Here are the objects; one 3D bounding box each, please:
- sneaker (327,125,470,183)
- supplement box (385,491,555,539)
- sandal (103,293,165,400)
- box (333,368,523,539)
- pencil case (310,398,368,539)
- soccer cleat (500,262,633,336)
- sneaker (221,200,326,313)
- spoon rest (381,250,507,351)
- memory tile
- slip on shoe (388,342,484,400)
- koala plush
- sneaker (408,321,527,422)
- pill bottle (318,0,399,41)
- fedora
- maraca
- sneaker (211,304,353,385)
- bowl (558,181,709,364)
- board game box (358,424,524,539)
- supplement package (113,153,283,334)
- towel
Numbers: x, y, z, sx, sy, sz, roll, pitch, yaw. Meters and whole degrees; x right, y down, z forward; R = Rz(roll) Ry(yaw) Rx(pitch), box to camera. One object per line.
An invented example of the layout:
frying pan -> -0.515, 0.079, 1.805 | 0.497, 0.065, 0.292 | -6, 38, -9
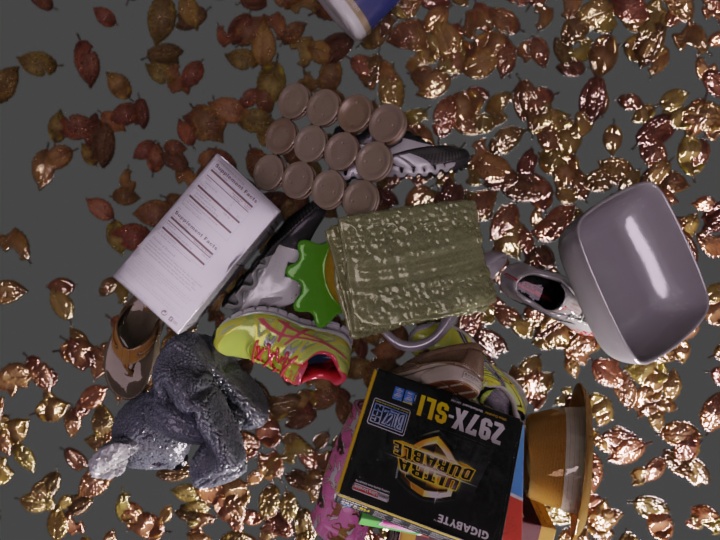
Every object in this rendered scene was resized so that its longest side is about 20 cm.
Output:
sneaker -> 0.048, -0.166, 0.841 | 0.195, 0.067, 0.093 | -2, 100, 5
supplement box -> 0.137, 0.394, 0.876 | 0.195, 0.133, 0.202 | 11, 98, 1
sandal -> -0.314, 0.088, 0.892 | 0.079, 0.054, 0.204 | 24, 97, -2
box -> 0.084, 0.228, 0.759 | 0.196, 0.050, 0.162 | 19, 59, 4
pencil case -> -0.003, 0.288, 0.894 | 0.081, 0.086, 0.204 | 17, 99, -32
soccer cleat -> 0.282, 0.044, 0.850 | 0.196, 0.085, 0.070 | 23, 97, -1
sneaker -> -0.098, -0.004, 0.871 | 0.088, 0.074, 0.201 | 37, 102, -15
spoon rest -> 0.120, 0.044, 0.846 | 0.198, 0.099, 0.061 | -36, 71, -1
memory tile -> -0.043, -0.159, 0.825 | 0.197, 0.017, 0.157 | 19, 91, 26
slip on shoe -> 0.087, 0.139, 0.839 | 0.075, 0.199, 0.062 | 32, 59, -20
koala plush -> -0.257, 0.197, 0.848 | 0.197, 0.178, 0.186 | -28, 103, 16
sneaker -> 0.153, 0.141, 0.871 | 0.198, 0.076, 0.076 | 34, 99, 0
pill bottle -> 0.031, -0.401, 0.789 | 0.200, 0.111, 0.111 | -44, 94, 6
fedora -> 0.254, 0.243, 0.827 | 0.080, 0.200, 0.206 | 5, 98, 13
maraca -> 0.000, 0.000, 0.835 | 0.196, 0.107, 0.140 | -15, 93, -13
sneaker -> -0.100, 0.108, 0.841 | 0.195, 0.091, 0.079 | 7, 131, -14
bowl -> 0.343, 0.005, 0.813 | 0.197, 0.074, 0.203 | -24, 88, -30
board game box -> 0.105, 0.255, 0.797 | 0.195, 0.041, 0.156 | 10, 60, 0
supplement package -> -0.205, -0.034, 0.830 | 0.109, 0.114, 0.201 | 40, 86, -4
towel -> 0.062, -0.007, 0.773 | 0.195, 0.036, 0.152 | -11, 86, -8
